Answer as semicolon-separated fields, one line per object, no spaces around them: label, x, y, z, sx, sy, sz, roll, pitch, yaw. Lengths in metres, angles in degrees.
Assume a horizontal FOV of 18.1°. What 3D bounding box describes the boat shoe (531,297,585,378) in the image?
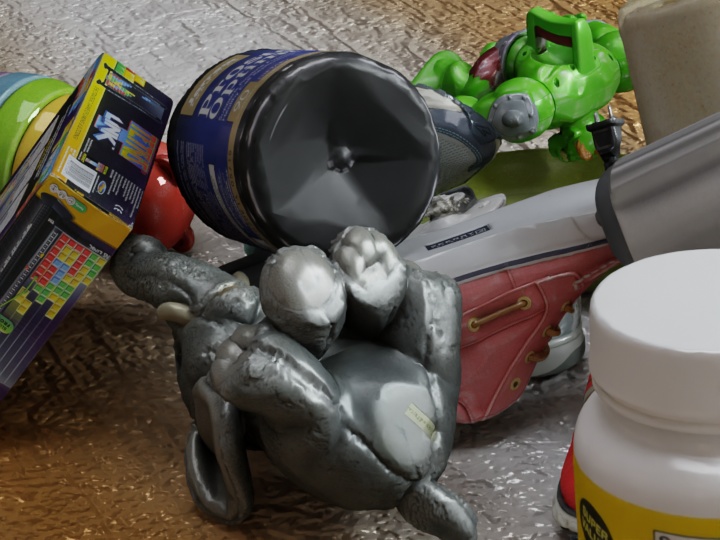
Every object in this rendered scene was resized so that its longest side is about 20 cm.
boat shoe;0.022;0.025;1.241;0.201;0.065;0.074;-2;23;6

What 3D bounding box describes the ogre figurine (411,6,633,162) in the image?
ogre figurine;0.107;-0.119;1.442;0.199;0.099;0.120;-4;8;-38

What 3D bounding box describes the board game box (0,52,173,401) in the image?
board game box;-0.181;-0.015;1.264;0.057;0.165;0.200;33;21;-12

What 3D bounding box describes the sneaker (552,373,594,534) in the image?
sneaker;0.133;0.064;1.103;0.077;0.085;0.200;-1;23;11

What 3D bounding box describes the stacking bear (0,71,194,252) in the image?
stacking bear;-0.194;-0.064;1.453;0.199;0.122;0.114;20;40;27

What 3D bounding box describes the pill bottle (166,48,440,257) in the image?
pill bottle;-0.041;-0.065;1.235;0.111;0.112;0.200;-13;10;-18

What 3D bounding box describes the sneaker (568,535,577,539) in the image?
sneaker;0.173;0.122;0.984;0.200;0.087;0.075;-30;16;1

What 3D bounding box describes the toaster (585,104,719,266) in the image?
toaster;0.204;-0.011;1.068;0.129;0.201;0.113;-28;-6;35

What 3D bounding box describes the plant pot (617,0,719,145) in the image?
plant pot;0.230;-0.079;1.219;0.200;0.184;0.200;-21;11;4

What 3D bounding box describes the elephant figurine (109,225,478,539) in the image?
elephant figurine;-0.040;0.055;1.124;0.141;0.156;0.200;21;-21;-27

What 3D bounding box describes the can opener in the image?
can opener;0.000;0.000;1.290;0.199;0.067;0.053;-15;16;23

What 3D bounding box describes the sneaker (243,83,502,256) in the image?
sneaker;0.005;-0.044;1.341;0.200;0.078;0.087;-19;41;48

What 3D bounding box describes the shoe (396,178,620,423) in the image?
shoe;0.084;0.018;1.177;0.199;0.091;0.071;-17;14;2

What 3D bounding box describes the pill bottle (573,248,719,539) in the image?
pill bottle;0.140;0.101;0.871;0.114;0.201;0.114;-4;23;2

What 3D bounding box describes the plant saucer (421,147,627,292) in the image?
plant saucer;0.107;-0.027;1.388;0.199;0.031;0.200;-4;24;2
